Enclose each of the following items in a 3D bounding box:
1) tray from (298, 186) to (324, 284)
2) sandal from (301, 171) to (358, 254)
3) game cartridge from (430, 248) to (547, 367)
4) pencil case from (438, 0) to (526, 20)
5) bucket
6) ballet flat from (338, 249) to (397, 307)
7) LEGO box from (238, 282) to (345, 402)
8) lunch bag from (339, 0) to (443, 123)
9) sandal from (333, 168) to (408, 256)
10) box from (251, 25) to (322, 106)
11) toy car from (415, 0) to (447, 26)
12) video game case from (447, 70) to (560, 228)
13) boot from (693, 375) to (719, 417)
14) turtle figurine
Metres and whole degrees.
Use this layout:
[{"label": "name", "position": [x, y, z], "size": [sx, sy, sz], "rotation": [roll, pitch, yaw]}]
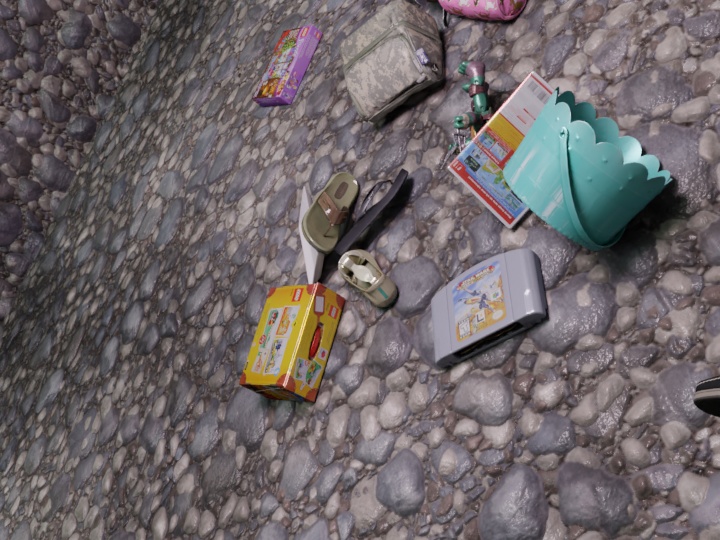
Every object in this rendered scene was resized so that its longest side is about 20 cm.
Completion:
[{"label": "tray", "position": [-0.096, -0.064, 1.766], "size": [0.201, 0.022, 0.108], "rotation": [-104, 19, -45]}, {"label": "sandal", "position": [-0.054, -0.120, 1.705], "size": [0.057, 0.079, 0.202], "rotation": [-40, 23, 53]}, {"label": "game cartridge", "position": [0.188, 0.052, 1.357], "size": [0.199, 0.041, 0.134], "rotation": [-32, 48, 34]}, {"label": "pencil case", "position": [0.225, -0.521, 1.680], "size": [0.087, 0.083, 0.200], "rotation": [-55, 34, -4]}, {"label": "bucket", "position": [0.303, -0.134, 1.212], "size": [0.135, 0.206, 0.208], "rotation": [-54, 35, 24]}, {"label": "ballet flat", "position": [0.000, 0.000, 1.597], "size": [0.070, 0.069, 0.200], "rotation": [-57, 35, 3]}, {"label": "LEGO box", "position": [-0.126, 0.132, 1.647], "size": [0.148, 0.077, 0.202], "rotation": [-5, 61, 49]}, {"label": "lunch bag", "position": [0.066, -0.402, 1.752], "size": [0.199, 0.139, 0.170], "rotation": [-28, 62, 37]}, {"label": "sandal", "position": [0.014, -0.112, 1.644], "size": [0.200, 0.043, 0.076], "rotation": [-48, 1, 9]}, {"label": "box", "position": [-0.182, -0.502, 2.199], "size": [0.136, 0.039, 0.202], "rotation": [9, 73, 52]}, {"label": "toy car", "position": [0.124, -0.582, 1.796], "size": [0.157, 0.163, 0.202], "rotation": [-31, 57, 34]}, {"label": "video game case", "position": [0.251, -0.186, 1.390], "size": [0.143, 0.017, 0.200], "rotation": [45, 106, 12]}, {"label": "boot", "position": [0.463, 0.076, 0.972], "size": [0.202, 0.073, 0.155], "rotation": [-17, 51, 36]}, {"label": "turtle figurine", "position": [0.192, -0.242, 1.513], "size": [0.150, 0.099, 0.202], "rotation": [102, 173, -69]}]
